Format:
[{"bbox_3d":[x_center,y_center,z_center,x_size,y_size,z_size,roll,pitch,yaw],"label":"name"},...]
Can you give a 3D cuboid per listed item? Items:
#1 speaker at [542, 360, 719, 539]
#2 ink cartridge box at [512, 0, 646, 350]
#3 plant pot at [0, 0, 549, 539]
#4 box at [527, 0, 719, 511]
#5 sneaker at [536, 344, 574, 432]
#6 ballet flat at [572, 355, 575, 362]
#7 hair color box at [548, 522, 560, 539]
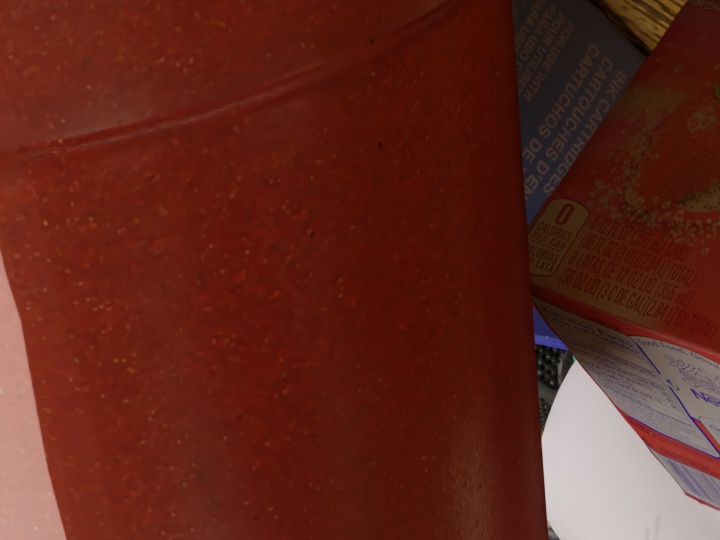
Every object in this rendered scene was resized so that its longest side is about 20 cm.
[{"bbox_3d":[0.132,0.076,0.671,0.200,0.081,0.081,31,168,48],"label":"speaker"},{"bbox_3d":[-0.003,-0.055,0.735,0.200,0.077,0.136,40,166,-26],"label":"ink cartridge box"},{"bbox_3d":[-0.049,-0.012,0.557,0.200,0.200,0.196,19,127,49],"label":"plant pot"},{"bbox_3d":[0.143,0.016,0.573,0.200,0.095,0.103,21,161,45],"label":"box"},{"bbox_3d":[0.000,0.000,0.887,0.200,0.087,0.080,41,167,-25],"label":"sneaker"},{"bbox_3d":[0.125,0.076,0.803,0.069,0.071,0.201,-51,54,41],"label":"ballet flat"},{"bbox_3d":[0.128,0.135,0.835,0.200,0.109,0.065,53,166,31],"label":"hair color box"}]
